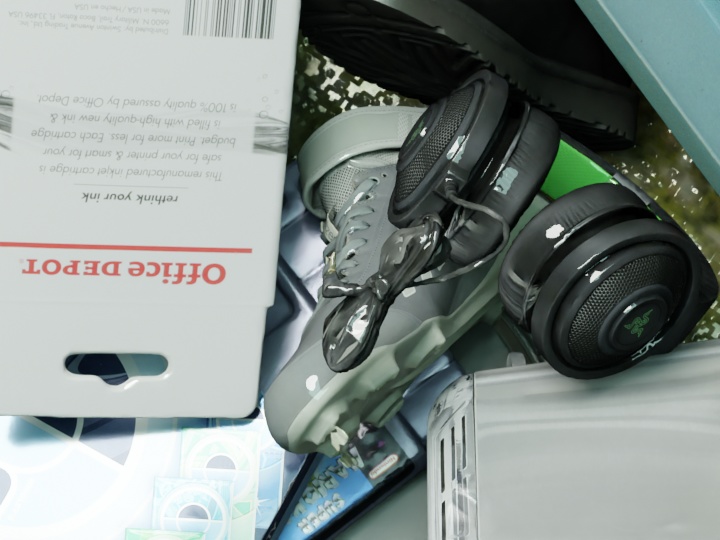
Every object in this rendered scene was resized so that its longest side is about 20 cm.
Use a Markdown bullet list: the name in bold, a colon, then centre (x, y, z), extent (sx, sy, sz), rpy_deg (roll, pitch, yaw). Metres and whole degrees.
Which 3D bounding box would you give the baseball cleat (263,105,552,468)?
- **baseball cleat**: centre (0.000, 0.000, 0.992), extent (0.106, 0.200, 0.070), rpy_deg (43, 123, 9)

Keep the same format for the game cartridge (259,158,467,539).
- **game cartridge**: centre (-0.064, 0.065, 1.039), extent (0.200, 0.038, 0.130), rpy_deg (-37, 76, -5)

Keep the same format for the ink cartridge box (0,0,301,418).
- **ink cartridge box**: centre (-0.089, -0.051, 0.959), extent (0.115, 0.067, 0.201), rpy_deg (2, 105, -18)

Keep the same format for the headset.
- **headset**: centre (0.053, -0.006, 0.943), extent (0.123, 0.200, 0.094), rpy_deg (42, 108, 17)

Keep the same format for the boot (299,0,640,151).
- **boot**: centre (0.053, -0.144, 1.038), extent (0.079, 0.211, 0.158), rpy_deg (5, 83, 31)

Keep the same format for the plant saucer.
- **plant saucer**: centre (0.139, -0.074, 1.040), extent (0.200, 0.019, 0.070), rpy_deg (50, 49, -25)

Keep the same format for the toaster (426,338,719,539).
- **toaster**: centre (0.089, 0.121, 0.971), extent (0.129, 0.114, 0.201), rpy_deg (-2, 62, 3)

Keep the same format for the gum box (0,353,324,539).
- **gum box**: centre (-0.139, 0.089, 0.999), extent (0.200, 0.045, 0.170), rpy_deg (28, 81, 8)

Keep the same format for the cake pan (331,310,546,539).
- **cake pan**: centre (-0.012, 0.078, 1.070), extent (0.199, 0.037, 0.201), rpy_deg (0, 79, 2)
